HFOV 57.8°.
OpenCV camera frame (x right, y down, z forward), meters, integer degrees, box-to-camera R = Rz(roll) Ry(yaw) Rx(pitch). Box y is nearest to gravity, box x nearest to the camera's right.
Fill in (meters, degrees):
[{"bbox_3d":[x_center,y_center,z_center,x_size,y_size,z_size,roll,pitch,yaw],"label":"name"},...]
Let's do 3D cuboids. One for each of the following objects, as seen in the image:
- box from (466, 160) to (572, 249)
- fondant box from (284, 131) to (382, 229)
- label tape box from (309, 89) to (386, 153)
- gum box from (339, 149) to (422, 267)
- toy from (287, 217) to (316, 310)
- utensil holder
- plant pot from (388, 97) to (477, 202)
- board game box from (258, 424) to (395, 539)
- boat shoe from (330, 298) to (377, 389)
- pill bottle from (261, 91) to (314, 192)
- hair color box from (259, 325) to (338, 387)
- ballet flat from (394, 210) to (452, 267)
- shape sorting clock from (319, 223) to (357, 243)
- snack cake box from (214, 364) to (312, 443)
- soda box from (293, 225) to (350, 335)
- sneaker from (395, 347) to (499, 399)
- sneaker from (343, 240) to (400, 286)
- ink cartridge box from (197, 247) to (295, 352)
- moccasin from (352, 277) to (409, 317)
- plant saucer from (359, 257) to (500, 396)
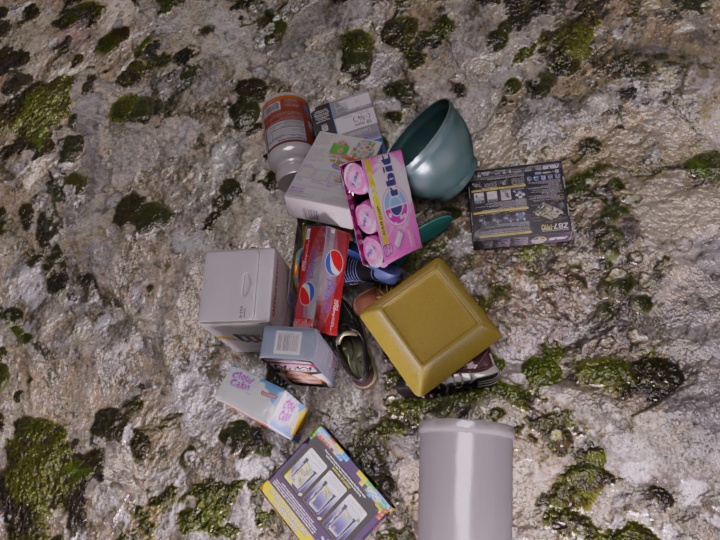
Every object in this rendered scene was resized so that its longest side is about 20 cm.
[{"bbox_3d":[0.320,-0.134,1.331,0.195,0.049,0.165,-6,66,9],"label":"box"},{"bbox_3d":[-0.050,-0.186,1.317,0.141,0.059,0.203,12,55,15],"label":"fondant box"},{"bbox_3d":[-0.020,-0.284,1.447,0.141,0.063,0.204,-17,66,5],"label":"label tape box"},{"bbox_3d":[0.041,-0.114,1.232,0.065,0.112,0.205,-5,102,46],"label":"gum box"},{"bbox_3d":[-0.106,-0.015,1.328,0.046,0.115,0.205,-3,68,11],"label":"toy"},{"bbox_3d":[0.175,0.364,1.101,0.166,0.170,0.205,1,70,11],"label":"utensil holder"},{"bbox_3d":[0.154,-0.227,1.332,0.134,0.199,0.202,39,77,-20],"label":"plant pot"},{"bbox_3d":[-0.061,0.414,1.187,0.165,0.057,0.200,-44,68,-5],"label":"board game box"},{"bbox_3d":[-0.022,0.133,1.283,0.071,0.066,0.204,-24,67,1],"label":"boat shoe"},{"bbox_3d":[-0.155,-0.281,1.446,0.110,0.112,0.204,-13,67,5],"label":"pill bottle"},{"bbox_3d":[-0.109,0.164,1.214,0.097,0.201,0.062,3,68,11],"label":"hair color box"},{"bbox_3d":[0.096,-0.070,1.343,0.199,0.068,0.075,-42,58,-3],"label":"ballet flat"},{"bbox_3d":[-0.003,-0.152,1.391,0.195,0.039,0.205,-1,79,7],"label":"shape sorting clock"},{"bbox_3d":[-0.172,0.247,1.194,0.113,0.201,0.068,23,73,18],"label":"snack cake box"},{"bbox_3d":[-0.076,0.020,1.268,0.063,0.069,0.205,1,80,44],"label":"soda box"},{"bbox_3d":[0.157,0.172,1.238,0.195,0.076,0.118,-8,60,-2],"label":"sneaker"},{"bbox_3d":[0.000,0.000,1.306,0.198,0.069,0.080,29,117,41],"label":"sneaker"},{"bbox_3d":[-0.208,0.062,1.273,0.141,0.201,0.149,-2,68,10],"label":"ink cartridge box"},{"bbox_3d":[0.079,0.054,1.286,0.196,0.078,0.076,-7,79,7],"label":"moccasin"},{"bbox_3d":[0.127,0.092,1.202,0.198,0.049,0.201,-34,66,-10],"label":"plant saucer"}]
